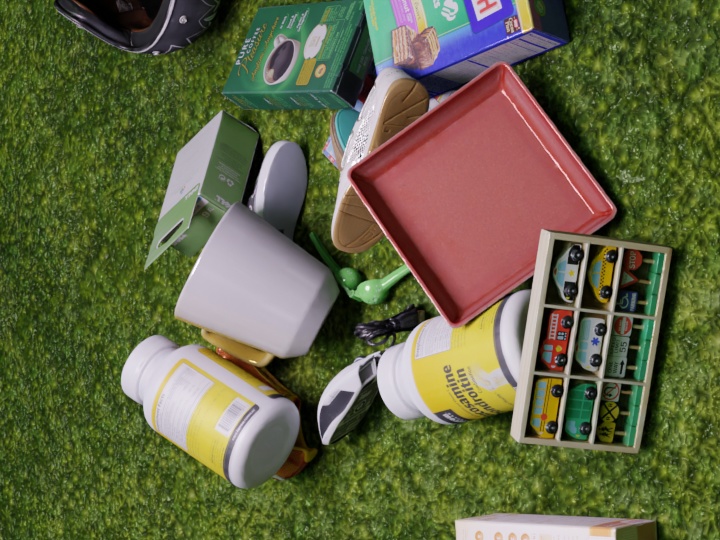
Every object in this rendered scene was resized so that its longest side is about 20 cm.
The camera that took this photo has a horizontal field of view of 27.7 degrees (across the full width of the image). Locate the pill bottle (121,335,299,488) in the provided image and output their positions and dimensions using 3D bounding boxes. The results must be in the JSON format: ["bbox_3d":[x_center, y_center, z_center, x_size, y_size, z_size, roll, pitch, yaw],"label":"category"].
[{"bbox_3d":[-0.176,0.155,1.672,0.199,0.112,0.113,29,111,28],"label":"pill bottle"}]

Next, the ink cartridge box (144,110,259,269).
[{"bbox_3d":[-0.190,-0.086,1.755,0.104,0.059,0.201,-36,31,39],"label":"ink cartridge box"}]

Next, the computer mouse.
[{"bbox_3d":[-0.003,0.114,1.610,0.044,0.109,0.201,42,125,17],"label":"computer mouse"}]

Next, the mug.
[{"bbox_3d":[-0.110,0.026,1.666,0.152,0.187,0.150,28,81,1],"label":"mug"}]

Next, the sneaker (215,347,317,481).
[{"bbox_3d":[-0.110,0.153,1.750,0.077,0.073,0.201,-38,70,20],"label":"sneaker"}]

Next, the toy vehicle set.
[{"bbox_3d":[0.217,0.068,1.373,0.027,0.123,0.202,-142,58,-75],"label":"toy vehicle set"}]

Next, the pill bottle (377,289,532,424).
[{"bbox_3d":[0.114,0.094,1.481,0.199,0.112,0.113,-21,76,43],"label":"pill bottle"}]

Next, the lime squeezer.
[{"bbox_3d":[0.000,0.000,1.648,0.199,0.038,0.071,10,97,46],"label":"lime squeezer"}]

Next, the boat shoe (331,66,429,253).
[{"bbox_3d":[0.015,-0.116,1.521,0.201,0.070,0.069,-68,29,22],"label":"boat shoe"}]

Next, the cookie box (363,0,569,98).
[{"bbox_3d":[0.102,-0.288,1.509,0.199,0.075,0.172,-18,77,37],"label":"cookie box"}]

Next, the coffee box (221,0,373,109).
[{"bbox_3d":[-0.065,-0.246,1.676,0.199,0.044,0.124,4,69,46],"label":"coffee box"}]

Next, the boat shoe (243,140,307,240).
[{"bbox_3d":[-0.113,-0.060,1.746,0.066,0.070,0.202,19,111,42],"label":"boat shoe"}]

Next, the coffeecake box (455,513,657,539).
[{"bbox_3d":[0.193,0.321,1.428,0.199,0.073,0.155,-6,85,45],"label":"coffeecake box"}]

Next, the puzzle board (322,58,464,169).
[{"bbox_3d":[0.040,-0.171,1.623,0.151,0.017,0.201,48,122,34],"label":"puzzle board"}]

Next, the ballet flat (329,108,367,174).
[{"bbox_3d":[0.022,-0.090,1.597,0.200,0.068,0.073,49,141,28],"label":"ballet flat"}]

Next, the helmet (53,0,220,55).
[{"bbox_3d":[-0.265,-0.363,1.808,0.200,0.190,0.201,-159,90,-80],"label":"helmet"}]

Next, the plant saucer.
[{"bbox_3d":[0.120,-0.074,1.454,0.199,0.037,0.200,-35,74,3],"label":"plant saucer"}]
